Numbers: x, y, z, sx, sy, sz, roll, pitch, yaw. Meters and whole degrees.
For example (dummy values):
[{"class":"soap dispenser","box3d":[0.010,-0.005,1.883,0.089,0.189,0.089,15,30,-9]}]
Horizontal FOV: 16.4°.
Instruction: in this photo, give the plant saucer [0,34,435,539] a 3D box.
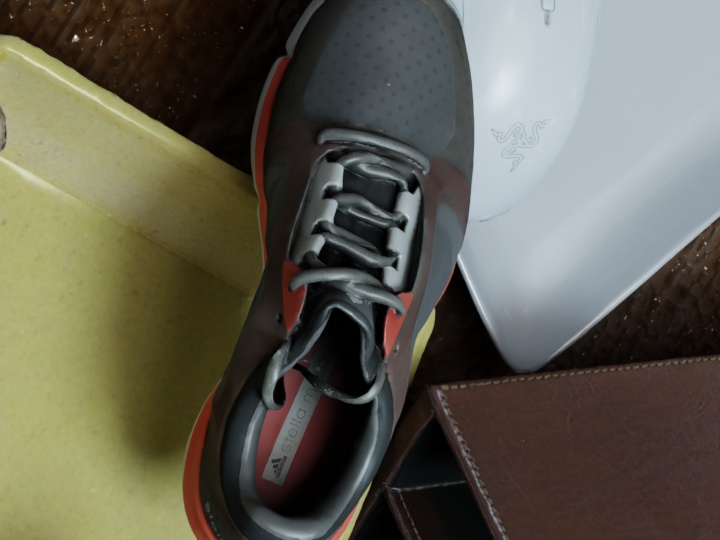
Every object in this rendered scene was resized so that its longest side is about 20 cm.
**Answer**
[{"class":"plant saucer","box3d":[-0.091,0.055,0.808,0.199,0.048,0.201,30,76,-33]}]

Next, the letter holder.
[{"class":"letter holder","box3d":[0.113,0.116,0.886,0.199,0.143,0.101,-4,143,-32]}]

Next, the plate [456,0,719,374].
[{"class":"plate","box3d":[0.081,-0.097,0.907,0.200,0.032,0.200,-38,116,-20]}]

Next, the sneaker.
[{"class":"sneaker","box3d":[0.000,0.000,0.779,0.077,0.082,0.201,13,85,-11]}]

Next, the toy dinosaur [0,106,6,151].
[{"class":"toy dinosaur","box3d":[-0.157,-0.104,0.655,0.086,0.135,0.201,-69,157,-50]}]

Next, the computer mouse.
[{"class":"computer mouse","box3d":[0.057,-0.113,0.844,0.109,0.044,0.201,0,99,-33]}]
